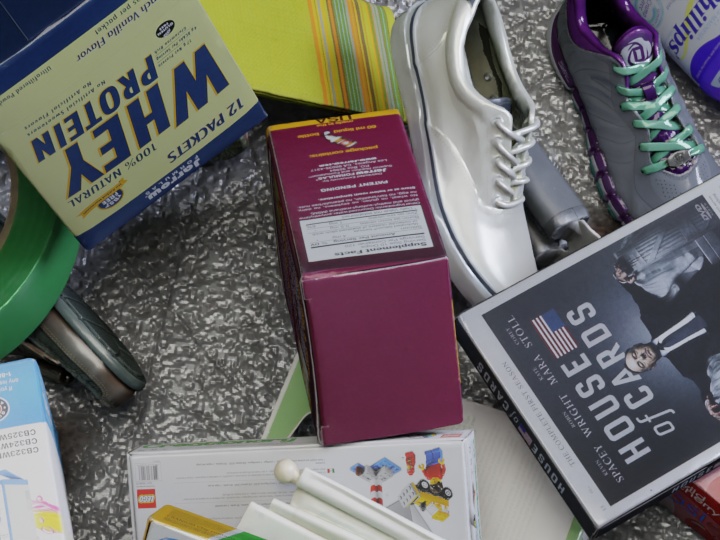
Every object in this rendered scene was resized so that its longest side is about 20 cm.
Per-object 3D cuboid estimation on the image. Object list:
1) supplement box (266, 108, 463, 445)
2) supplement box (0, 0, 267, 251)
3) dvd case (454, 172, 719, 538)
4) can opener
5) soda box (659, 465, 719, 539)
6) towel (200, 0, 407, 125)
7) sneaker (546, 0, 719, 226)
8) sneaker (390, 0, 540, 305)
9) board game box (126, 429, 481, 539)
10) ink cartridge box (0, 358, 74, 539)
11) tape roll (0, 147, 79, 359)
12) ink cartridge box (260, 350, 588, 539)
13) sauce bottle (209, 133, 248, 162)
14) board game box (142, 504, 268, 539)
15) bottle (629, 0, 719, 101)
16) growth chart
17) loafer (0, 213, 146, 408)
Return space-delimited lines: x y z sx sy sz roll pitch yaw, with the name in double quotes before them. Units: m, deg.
"supplement box" 0.000 0.000 1.632 0.085 0.111 0.200 -8 29 -4
"supplement box" -0.180 -0.156 1.568 0.134 0.200 0.200 -36 63 -2
"dvd case" 0.174 0.046 1.627 0.199 0.025 0.151 -27 72 -20
"can opener" 0.128 -0.033 1.742 0.067 0.053 0.201 -17 64 -39
"soda box" 0.176 0.087 1.661 0.200 0.070 0.063 38 71 9
"towel" -0.053 -0.142 1.734 0.199 0.018 0.087 10 60 -38
"sneaker" 0.171 -0.098 1.742 0.074 0.088 0.201 -24 68 -11
"sneaker" 0.073 -0.071 1.687 0.073 0.071 0.201 -13 85 -46
"board game box" -0.030 0.159 1.598 0.198 0.035 0.127 -3 95 12
"ink cartridge box" -0.223 0.174 1.597 0.128 0.125 0.201 -11 66 -6
"tape roll" -0.266 -0.029 1.672 0.199 0.048 0.202 -5 66 11
"ink cartridge box" 0.033 0.142 1.658 0.199 0.048 0.146 18 67 11
"sauce bottle" -0.097 -0.168 1.784 0.064 0.065 0.201 2 64 0
"board game box" -0.072 0.250 1.558 0.152 0.040 0.201 19 99 7
"bottle" 0.239 -0.148 1.768 0.065 0.084 0.200 -21 64 -47
"growth chart" -0.036 0.209 1.577 0.144 0.018 0.201 35 103 4
"loafer" -0.209 0.021 1.705 0.063 0.072 0.200 -46 66 2
